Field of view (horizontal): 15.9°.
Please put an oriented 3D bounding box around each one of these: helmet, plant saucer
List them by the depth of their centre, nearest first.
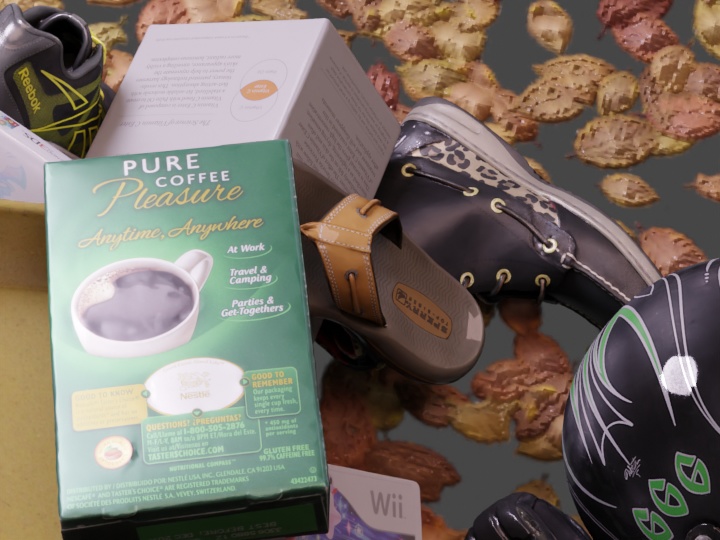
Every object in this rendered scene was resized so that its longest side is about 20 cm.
[{"bbox_3d":[-0.164,0.060,1.201,0.199,0.048,0.201,5,54,-33],"label":"plant saucer"},{"bbox_3d":[0.199,0.086,1.328,0.199,0.200,0.191,-22,54,-21],"label":"helmet"}]

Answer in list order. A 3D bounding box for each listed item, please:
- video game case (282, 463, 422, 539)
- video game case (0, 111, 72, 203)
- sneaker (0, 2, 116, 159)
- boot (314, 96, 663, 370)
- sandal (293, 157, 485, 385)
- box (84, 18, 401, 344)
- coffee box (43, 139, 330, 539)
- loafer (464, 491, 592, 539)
[{"bbox_3d":[-0.017,0.190,1.201,0.143,0.018,0.201,16,66,-48],"label":"video game case"},{"bbox_3d":[-0.248,-0.014,1.323,0.182,0.200,0.024,34,25,9],"label":"video game case"},{"bbox_3d":[-0.162,-0.097,1.393,0.074,0.200,0.085,41,102,8],"label":"sneaker"},{"bbox_3d":[0.062,0.013,1.427,0.203,0.074,0.154,40,65,15],"label":"boot"},{"bbox_3d":[0.000,0.000,1.310,0.200,0.054,0.082,34,62,-33],"label":"sandal"},{"bbox_3d":[-0.079,-0.027,1.374,0.124,0.098,0.201,2,55,33],"label":"box"},{"bbox_3d":[-0.081,0.033,1.179,0.122,0.044,0.201,-7,55,-2],"label":"coffee box"},{"bbox_3d":[0.129,0.200,1.320,0.201,0.068,0.070,57,29,12],"label":"loafer"}]
